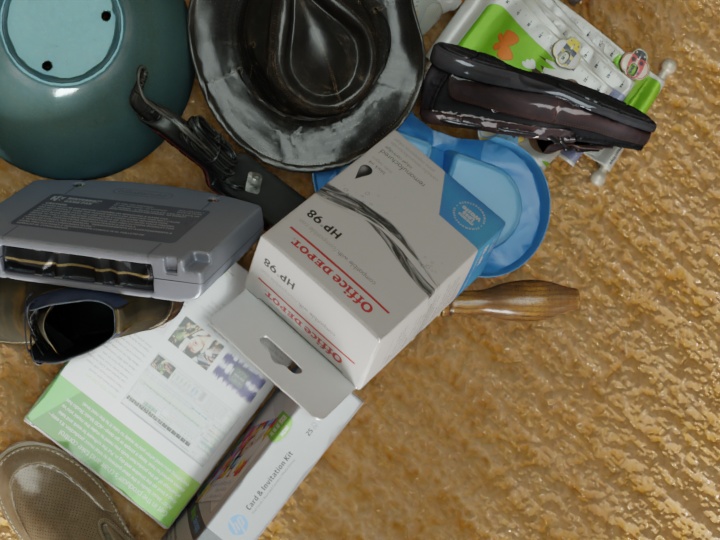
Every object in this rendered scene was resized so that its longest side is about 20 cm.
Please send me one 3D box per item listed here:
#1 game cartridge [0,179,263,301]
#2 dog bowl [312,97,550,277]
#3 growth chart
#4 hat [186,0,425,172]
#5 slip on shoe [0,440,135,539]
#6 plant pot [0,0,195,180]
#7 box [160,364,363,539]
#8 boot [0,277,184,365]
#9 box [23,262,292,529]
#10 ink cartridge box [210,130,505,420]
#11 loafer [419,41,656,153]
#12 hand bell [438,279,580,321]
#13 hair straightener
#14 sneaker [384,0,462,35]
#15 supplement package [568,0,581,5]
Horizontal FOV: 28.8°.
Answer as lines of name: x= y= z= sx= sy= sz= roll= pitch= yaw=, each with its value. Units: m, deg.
game cartridge: x=-0.179 y=-0.027 z=1.038 sx=0.197 sy=0.134 sz=0.041 roll=7 pitch=119 yaw=18
dog bowl: x=0.054 y=-0.065 z=1.135 sx=0.197 sy=0.050 sz=0.113 roll=18 pitch=87 yaw=-9
growth chart: x=0.152 y=-0.158 z=1.158 sx=0.198 sy=0.018 sz=0.146 roll=29 pitch=86 yaw=-15
hat: x=-0.039 y=-0.174 z=1.051 sx=0.197 sy=0.081 sz=0.204 roll=0 pitch=95 yaw=-5
slip on shoe: x=-0.213 y=0.218 z=1.085 sx=0.076 sy=0.061 sz=0.201 roll=-33 pitch=94 yaw=-8
plant pot: x=-0.219 y=-0.174 z=1.051 sx=0.197 sy=0.135 sz=0.203 roll=0 pitch=89 yaw=-9
box: x=-0.083 y=0.160 z=1.058 sx=0.041 sy=0.156 sz=0.201 roll=40 pitch=85 yaw=-7
boot: x=-0.238 y=0.026 z=1.039 sx=0.197 sy=0.097 sz=0.076 roll=-6 pitch=100 yaw=15
box: x=-0.149 y=0.080 z=1.110 sx=0.144 sy=0.036 sz=0.201 roll=38 pitch=83 yaw=-6
ink cartridge box: x=0.000 y=0.000 z=1.009 sx=0.116 sy=0.067 sz=0.200 roll=40 pitch=52 yaw=12
loafer: x=0.139 y=-0.125 z=1.118 sx=0.197 sy=0.072 sz=0.064 roll=16 pitch=108 yaw=-17
hand bell: x=0.073 y=0.024 z=1.096 sx=0.197 sy=0.104 sz=0.106 roll=-3 pitch=90 yaw=-3
hair straightener: x=-0.098 y=-0.086 z=1.049 sx=0.041 sy=0.076 sz=0.200 roll=-57 pitch=133 yaw=-14
sneaker: x=-0.014 y=-0.258 z=1.117 sx=0.200 sy=0.076 sz=0.092 roll=43 pitch=88 yaw=-5
supplement package: x=0.188 y=-0.348 z=1.127 sx=0.155 sy=0.111 sz=0.201 roll=-37 pitch=96 yaw=-7
